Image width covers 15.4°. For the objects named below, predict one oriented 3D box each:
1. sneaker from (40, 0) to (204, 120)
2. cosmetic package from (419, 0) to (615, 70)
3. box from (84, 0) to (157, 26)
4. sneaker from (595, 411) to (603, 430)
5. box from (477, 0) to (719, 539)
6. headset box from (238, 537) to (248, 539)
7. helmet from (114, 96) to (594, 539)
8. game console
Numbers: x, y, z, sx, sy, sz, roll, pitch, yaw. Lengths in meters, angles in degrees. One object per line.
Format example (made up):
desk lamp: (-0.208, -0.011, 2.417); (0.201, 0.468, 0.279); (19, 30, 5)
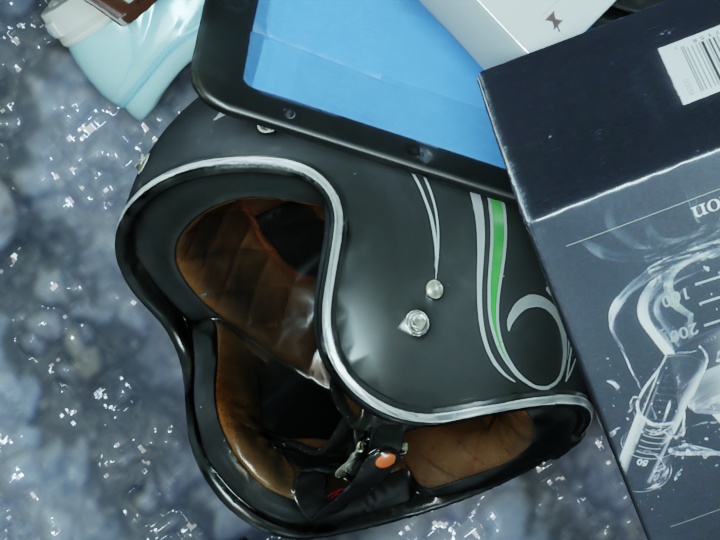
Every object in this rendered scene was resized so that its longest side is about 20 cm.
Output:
sneaker: (-0.041, -0.140, 1.198); (0.199, 0.074, 0.082); (-32, 107, 12)
cosmetic package: (0.080, -0.193, 1.066); (0.151, 0.052, 0.200); (46, 75, -2)
box: (-0.153, -0.205, 1.138); (0.075, 0.100, 0.200); (-42, 72, 7)
sneaker: (0.207, 0.060, 1.195); (0.199, 0.105, 0.076); (-2, 97, 1)
box: (0.171, -0.014, 1.022); (0.199, 0.104, 0.183); (-21, 127, 5)
headset box: (-0.070, 0.217, 1.175); (0.077, 0.200, 0.149); (32, 96, -3)
helmet: (0.000, 0.000, 1.149); (0.199, 0.200, 0.192); (-20, 71, 4)
game console: (0.048, -0.135, 1.086); (0.199, 0.116, 0.177); (17, 108, -11)
